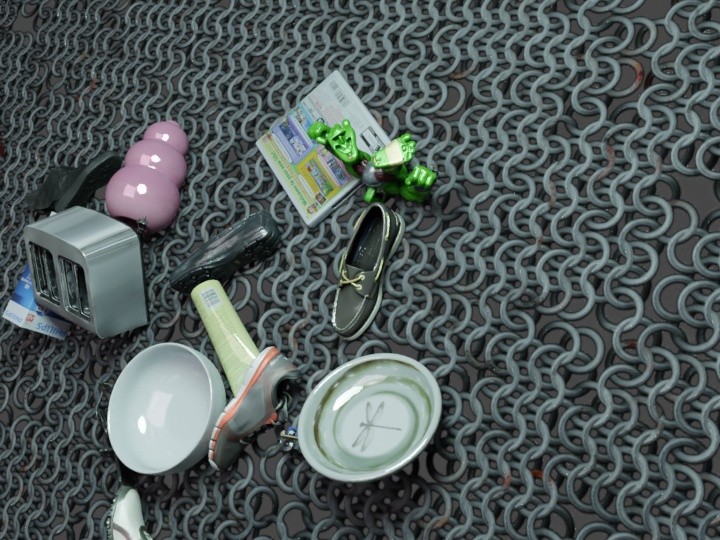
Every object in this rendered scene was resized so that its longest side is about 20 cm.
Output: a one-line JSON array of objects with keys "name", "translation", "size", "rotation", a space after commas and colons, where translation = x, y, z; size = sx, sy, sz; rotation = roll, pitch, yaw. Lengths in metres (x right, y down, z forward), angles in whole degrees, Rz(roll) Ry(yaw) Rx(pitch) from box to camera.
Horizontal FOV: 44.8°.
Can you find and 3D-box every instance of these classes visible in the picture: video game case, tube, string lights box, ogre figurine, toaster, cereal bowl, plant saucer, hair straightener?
[{"name": "video game case", "translation": [-0.057, -0.194, 1.385], "size": [0.182, 0.022, 0.200], "rotation": [-40, 59, 11]}, {"name": "tube", "translation": [-0.200, 0.107, 1.346], "size": [0.200, 0.052, 0.058], "rotation": [58, 147, 25]}, {"name": "string lights box", "translation": [-0.530, 0.011, 1.532], "size": [0.059, 0.103, 0.200], "rotation": [19, 83, 33]}, {"name": "ogre figurine", "translation": [0.025, -0.150, 1.248], "size": [0.199, 0.120, 0.098], "rotation": [5, 74, 18]}, {"name": "toaster", "translation": [-0.442, -0.004, 1.429], "size": [0.181, 0.119, 0.200], "rotation": [20, 122, 32]}, {"name": "cereal bowl", "translation": [-0.282, 0.214, 1.329], "size": [0.200, 0.083, 0.201], "rotation": [-11, 67, 27]}, {"name": "plant saucer", "translation": [0.017, 0.202, 1.160], "size": [0.200, 0.050, 0.200], "rotation": [-14, 43, 14]}, {"name": "hair straightener", "translation": [-0.399, 0.262, 1.403], "size": [0.077, 0.041, 0.200], "rotation": [-39, 58, 12]}]

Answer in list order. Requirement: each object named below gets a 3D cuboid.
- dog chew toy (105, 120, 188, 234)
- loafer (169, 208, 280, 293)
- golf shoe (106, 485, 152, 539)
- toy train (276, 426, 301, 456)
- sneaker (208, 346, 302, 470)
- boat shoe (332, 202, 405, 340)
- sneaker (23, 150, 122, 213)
[{"name": "dog chew toy", "translation": [-0.353, -0.166, 1.489], "size": [0.124, 0.125, 0.200], "rotation": [4, 67, 31]}, {"name": "loafer", "translation": [-0.218, -0.029, 1.393], "size": [0.200, 0.068, 0.071], "rotation": [-29, 53, 12]}, {"name": "golf shoe", "translation": [-0.327, 0.420, 1.299], "size": [0.088, 0.077, 0.201], "rotation": [-9, 69, 5]}, {"name": "toy train", "translation": [-0.028, 0.241, 1.203], "size": [0.200, 0.034, 0.046], "rotation": [2, 60, 29]}, {"name": "sneaker", "translation": [-0.150, 0.213, 1.262], "size": [0.082, 0.077, 0.200], "rotation": [29, 100, 13]}, {"name": "boat shoe", "translation": [0.000, 0.000, 1.258], "size": [0.072, 0.061, 0.202], "rotation": [15, 80, 32]}, {"name": "sneaker", "translation": [-0.535, -0.169, 1.625], "size": [0.200, 0.060, 0.104], "rotation": [-47, 61, 11]}]
